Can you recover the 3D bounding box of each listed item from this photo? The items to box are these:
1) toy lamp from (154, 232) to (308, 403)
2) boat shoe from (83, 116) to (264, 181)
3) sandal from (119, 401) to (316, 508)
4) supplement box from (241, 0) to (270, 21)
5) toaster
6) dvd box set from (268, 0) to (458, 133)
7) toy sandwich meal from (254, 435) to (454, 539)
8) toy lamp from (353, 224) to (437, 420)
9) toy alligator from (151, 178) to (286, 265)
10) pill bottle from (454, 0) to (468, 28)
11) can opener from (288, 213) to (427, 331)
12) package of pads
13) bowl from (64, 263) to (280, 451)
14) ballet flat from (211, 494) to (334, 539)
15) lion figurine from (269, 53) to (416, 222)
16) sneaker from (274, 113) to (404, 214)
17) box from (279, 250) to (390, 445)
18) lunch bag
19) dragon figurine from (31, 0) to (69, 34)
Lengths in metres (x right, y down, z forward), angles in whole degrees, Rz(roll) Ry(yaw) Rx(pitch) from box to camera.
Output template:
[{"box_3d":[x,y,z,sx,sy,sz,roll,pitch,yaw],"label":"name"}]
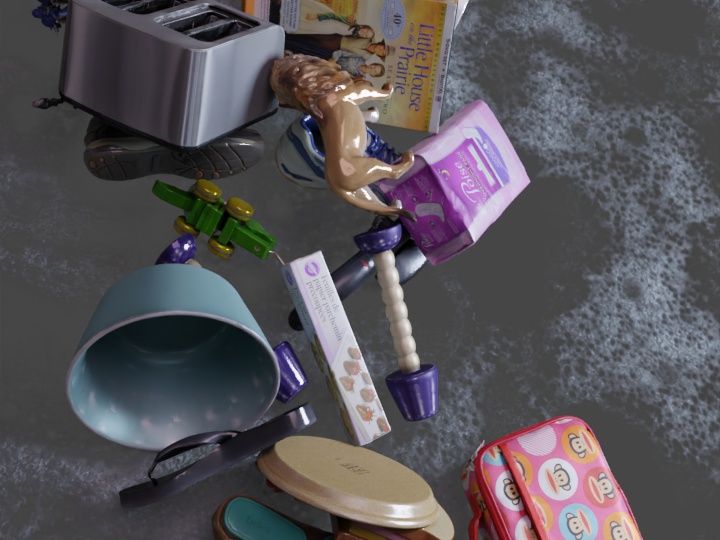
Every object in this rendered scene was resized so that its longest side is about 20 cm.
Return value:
[{"box_3d":[-0.131,0.052,1.185,0.200,0.058,0.058,47,59,6],"label":"toy lamp"},{"box_3d":[-0.201,-0.146,1.244,0.197,0.075,0.074,-2,64,-22],"label":"boat shoe"},{"box_3d":[-0.139,0.168,1.091,0.198,0.076,0.043,-26,88,-7],"label":"sandal"},{"box_3d":[-0.041,-0.262,1.330,0.197,0.074,0.128,4,81,-10],"label":"supplement box"},{"box_3d":[-0.199,-0.212,1.179,0.179,0.120,0.200,24,31,21],"label":"toaster"},{"box_3d":[-0.002,-0.233,1.229,0.197,0.148,0.030,11,30,4],"label":"dvd box set"},{"box_3d":[-0.010,0.224,1.102,0.202,0.205,0.071,15,97,-13],"label":"toy sandwich meal"},{"box_3d":[0.040,0.057,1.206,0.058,0.058,0.203,-17,95,-27],"label":"toy lamp"},{"box_3d":[-0.132,-0.045,1.237,0.198,0.060,0.054,30,18,-5],"label":"toy alligator"},{"box_3d":[0.020,-0.325,1.257,0.198,0.113,0.113,26,59,-6],"label":"pill bottle"},{"box_3d":[0.000,0.000,1.255,0.199,0.063,0.079,-36,82,-31],"label":"can opener"},{"box_3d":[0.111,-0.104,1.295,0.121,0.075,0.200,55,37,-6],"label":"package of pads"},{"box_3d":[-0.180,0.071,1.097,0.198,0.202,0.106,5,43,-18],"label":"bowl"},{"box_3d":[-0.055,0.280,1.093,0.198,0.072,0.068,27,54,-8],"label":"ballet flat"},{"box_3d":[-0.017,-0.135,1.177,0.121,0.073,0.202,-2,60,-33],"label":"lion figurine"},{"box_3d":[0.005,-0.122,1.302,0.197,0.088,0.076,11,60,-17],"label":"sneaker"},{"box_3d":[-0.026,0.081,1.185,0.038,0.041,0.202,-22,93,-22],"label":"box"},{"box_3d":[0.190,0.265,1.193,0.174,0.082,0.202,-15,70,-22],"label":"lunch bag"},{"box_3d":[-0.272,-0.292,1.296,0.198,0.059,0.101,21,60,-9],"label":"dragon figurine"}]
